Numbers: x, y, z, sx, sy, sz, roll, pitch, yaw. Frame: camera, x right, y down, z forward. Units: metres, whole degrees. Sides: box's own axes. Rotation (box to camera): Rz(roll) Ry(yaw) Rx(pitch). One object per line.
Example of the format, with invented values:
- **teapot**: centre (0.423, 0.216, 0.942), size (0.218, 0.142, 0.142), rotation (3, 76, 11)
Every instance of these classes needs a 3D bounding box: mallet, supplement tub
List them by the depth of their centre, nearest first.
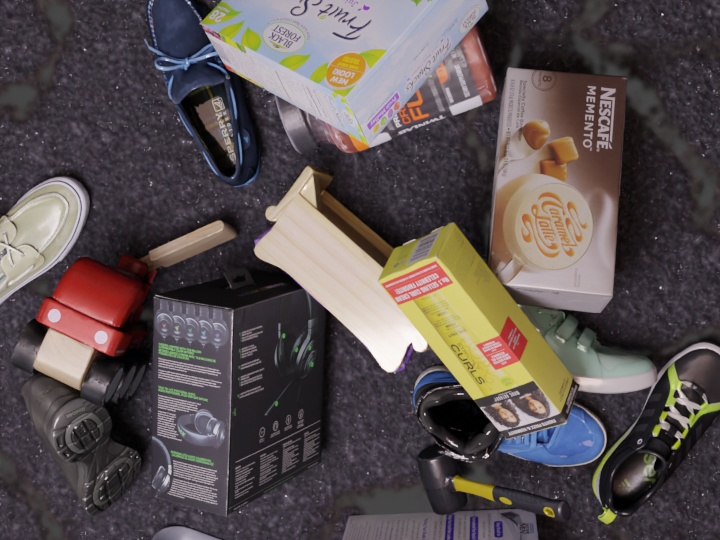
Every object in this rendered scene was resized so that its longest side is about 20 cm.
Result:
- **supplement tub**: centre (0.022, -0.175, 1.100), size (0.197, 0.107, 0.109), rotation (-20, 97, 9)
- **mallet**: centre (0.128, 0.221, 1.131), size (0.041, 0.199, 0.067), rotation (-25, 112, -31)

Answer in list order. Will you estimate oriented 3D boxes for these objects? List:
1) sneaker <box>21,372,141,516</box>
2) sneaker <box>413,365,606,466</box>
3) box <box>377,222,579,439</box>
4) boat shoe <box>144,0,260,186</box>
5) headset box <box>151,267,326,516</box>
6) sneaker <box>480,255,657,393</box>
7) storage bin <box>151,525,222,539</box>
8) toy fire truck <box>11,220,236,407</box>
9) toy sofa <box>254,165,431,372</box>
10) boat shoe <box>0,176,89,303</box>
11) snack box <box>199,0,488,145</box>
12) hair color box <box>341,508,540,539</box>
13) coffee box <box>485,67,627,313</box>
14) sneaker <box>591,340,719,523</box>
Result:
- **sneaker**: centre (-0.279, 0.168, 1.181), size (0.076, 0.202, 0.090), rotation (-38, 57, -26)
- **sneaker**: centre (0.144, 0.152, 1.141), size (0.197, 0.111, 0.078), rotation (20, 101, 2)
- **box**: centre (0.105, 0.056, 1.034), size (0.075, 0.050, 0.201), rotation (-21, 116, 39)
- **boat shoe**: centre (-0.146, -0.180, 1.136), size (0.083, 0.069, 0.202), rotation (-29, 96, 10)
- **headset box**: centre (-0.112, 0.101, 1.119), size (0.091, 0.173, 0.204), rotation (8, 102, 27)
- **sneaker**: centre (0.193, 0.044, 1.131), size (0.197, 0.074, 0.120), rotation (12, 100, 11)
- **storage bin**: centre (-0.174, 0.378, 1.182), size (0.143, 0.200, 0.136), rotation (18, 113, 2)
- **toy fire truck**: centre (-0.219, 0.023, 1.135), size (0.127, 0.176, 0.203), rotation (24, 87, 2)
- **toy sofa**: centre (0.000, 0.000, 1.126), size (0.199, 0.083, 0.098), rotation (40, 99, 10)
- **boat shoe**: centre (-0.350, -0.013, 1.190), size (0.072, 0.062, 0.200), rotation (45, 101, -3)
- **snack box**: centre (-0.016, -0.221, 1.035), size (0.199, 0.068, 0.169), rotation (32, 75, 38)
- **hair color box**: centre (0.080, 0.287, 1.173), size (0.196, 0.109, 0.066), rotation (-5, 100, 7)
- **coffee box**: centre (0.176, -0.073, 1.080), size (0.112, 0.080, 0.204), rotation (6, 78, 5)
- **sneaker**: centre (0.296, 0.163, 1.141), size (0.071, 0.083, 0.202), rotation (32, 102, -1)
